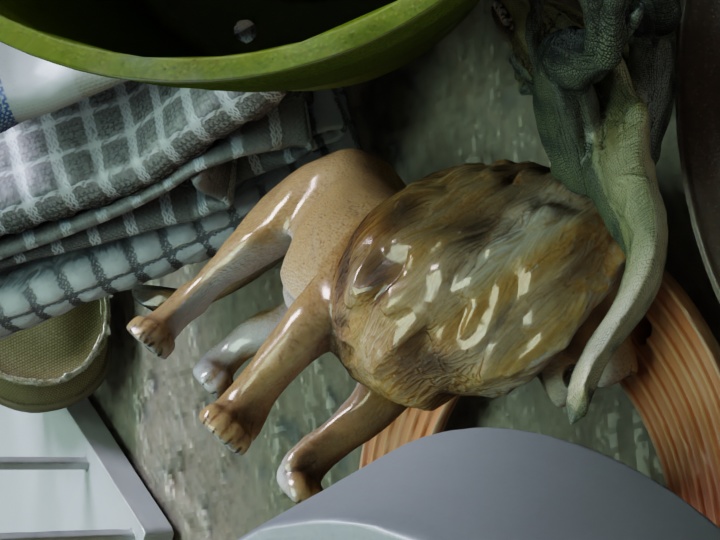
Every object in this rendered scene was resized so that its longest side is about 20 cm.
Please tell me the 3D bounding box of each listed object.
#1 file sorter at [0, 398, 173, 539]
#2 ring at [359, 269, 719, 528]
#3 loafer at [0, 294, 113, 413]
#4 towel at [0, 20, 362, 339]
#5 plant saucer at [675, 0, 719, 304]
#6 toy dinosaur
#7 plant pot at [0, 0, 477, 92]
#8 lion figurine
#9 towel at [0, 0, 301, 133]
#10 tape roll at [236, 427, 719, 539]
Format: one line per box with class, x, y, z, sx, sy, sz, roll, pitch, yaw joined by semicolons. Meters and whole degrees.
file sorter;-0.183;0.100;1.057;0.200;0.124;0.139;51;129;47
ring;0.057;0.085;0.774;0.200;0.019;0.201;-2;88;58
loafer;-0.155;-0.038;1.008;0.200;0.076;0.067;61;167;-2
towel;-0.102;-0.091;0.888;0.086;0.165;0.200;57;-165;-62
plant saucer;0.148;-0.051;0.624;0.200;0.032;0.201;-2;87;58
toy dinosaur;0.061;-0.049;0.660;0.200;0.047;0.088;-88;5;-63
plant pot;-0.026;-0.128;0.704;0.193;0.200;0.201;49;-143;-79
lion figurine;0.000;0.000;0.783;0.123;0.072;0.200;-48;31;-1
towel;-0.055;-0.137;0.836;0.024;0.200;0.147;56;-168;-61
tape roll;0.037;0.145;0.690;0.200;0.066;0.201;20;122;37
